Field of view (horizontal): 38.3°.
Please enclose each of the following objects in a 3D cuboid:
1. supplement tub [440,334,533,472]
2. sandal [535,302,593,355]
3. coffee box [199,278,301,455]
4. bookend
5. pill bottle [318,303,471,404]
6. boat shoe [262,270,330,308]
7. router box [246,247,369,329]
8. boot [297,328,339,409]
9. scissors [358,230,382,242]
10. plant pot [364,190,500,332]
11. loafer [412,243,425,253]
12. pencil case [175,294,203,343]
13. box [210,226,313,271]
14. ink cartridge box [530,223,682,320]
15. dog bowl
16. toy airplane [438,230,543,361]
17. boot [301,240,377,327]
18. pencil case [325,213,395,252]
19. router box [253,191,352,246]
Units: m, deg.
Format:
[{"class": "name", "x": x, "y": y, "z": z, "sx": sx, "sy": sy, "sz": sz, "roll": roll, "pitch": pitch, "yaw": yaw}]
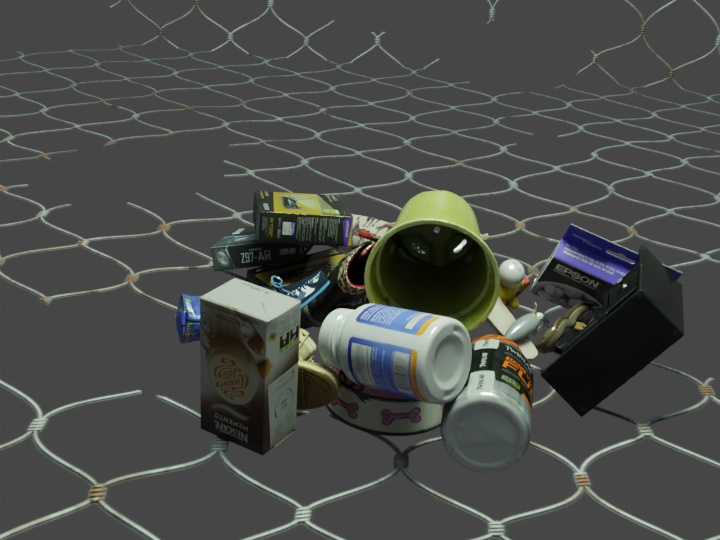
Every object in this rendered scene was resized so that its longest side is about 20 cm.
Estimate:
[{"class": "supplement tub", "x": 0.178, "y": 0.176, "z": 1.435, "sx": 0.120, "sy": 0.125, "sz": 0.201, "roll": 7, "pitch": 25, "yaw": 7}, {"class": "sandal", "x": 0.338, "y": 0.104, "z": 1.665, "sx": 0.054, "sy": 0.082, "sz": 0.199, "roll": 39, "pitch": 18, "yaw": 17}, {"class": "coffee box", "x": -0.148, "y": 0.128, "z": 1.388, "sx": 0.113, "sy": 0.203, "sz": 0.079, "roll": 17, "pitch": 28, "yaw": 28}, {"class": "bookend", "x": 0.383, "y": 0.087, "z": 1.566, "sx": 0.092, "sy": 0.199, "sz": 0.200, "roll": 44, "pitch": 26, "yaw": -3}, {"class": "pill bottle", "x": 0.041, "y": 0.105, "z": 1.386, "sx": 0.198, "sy": 0.114, "sz": 0.111, "roll": 9, "pitch": 21, "yaw": 42}, {"class": "boat shoe", "x": -0.138, "y": 0.052, "z": 1.575, "sx": 0.199, "sy": 0.069, "sz": 0.084, "roll": -34, "pitch": 0, "yaw": -15}, {"class": "router box", "x": -0.076, "y": 0.029, "z": 1.805, "sx": 0.198, "sy": 0.053, "sz": 0.156, "roll": -16, "pitch": 31, "yaw": -37}, {"class": "boot", "x": -0.094, "y": 0.138, "z": 1.517, "sx": 0.197, "sy": 0.074, "sz": 0.155, "roll": -2, "pitch": 17, "yaw": 28}, {"class": "scissors", "x": 0.019, "y": -0.053, "z": 1.675, "sx": 0.072, "sy": 0.014, "sz": 0.200, "roll": 22, "pitch": 3, "yaw": 11}, {"class": "plant pot", "x": 0.113, "y": -0.027, "z": 1.578, "sx": 0.196, "sy": 0.204, "sz": 0.185, "roll": 6, "pitch": 29, "yaw": 5}, {"class": "loafer", "x": 0.103, "y": 0.014, "z": 1.777, "sx": 0.072, "sy": 0.203, "sz": 0.071, "roll": -24, "pitch": -26, "yaw": 26}, {"class": "pencil case", "x": -0.194, "y": 0.074, "z": 1.648, "sx": 0.196, "sy": 0.080, "sz": 0.087, "roll": -1, "pitch": -9, "yaw": -10}, {"class": "box", "x": -0.171, "y": -0.047, "z": 1.886, "sx": 0.157, "sy": 0.044, "sz": 0.200, "roll": -6, "pitch": 11, "yaw": 9}, {"class": "ink cartridge box", "x": 0.397, "y": 0.021, "z": 1.700, "sx": 0.195, "sy": 0.201, "sz": 0.044, "roll": 24, "pitch": 64, "yaw": 4}, {"class": "dog bowl", "x": 0.044, "y": 0.157, "z": 1.517, "sx": 0.196, "sy": 0.075, "sz": 0.201, "roll": 3, "pitch": 24, "yaw": -1}, {"class": "toy airplane", "x": 0.209, "y": 0.034, "z": 1.701, "sx": 0.198, "sy": 0.141, "sz": 0.201, "roll": 27, "pitch": 40, "yaw": -20}, {"class": "boot", "x": 0.000, "y": 0.000, "z": 1.677, "sx": 0.073, "sy": 0.150, "sz": 0.199, "roll": 50, "pitch": 53, "yaw": 1}, {"class": "pencil case", "x": 0.012, "y": -0.069, "z": 2.006, "sx": 0.197, "sy": 0.079, "sz": 0.090, "roll": 16, "pitch": 46, "yaw": 25}, {"class": "router box", "x": -0.102, "y": -0.090, "z": 1.774, "sx": 0.154, "sy": 0.053, "sz": 0.200, "roll": 3, "pitch": 14, "yaw": -10}]
